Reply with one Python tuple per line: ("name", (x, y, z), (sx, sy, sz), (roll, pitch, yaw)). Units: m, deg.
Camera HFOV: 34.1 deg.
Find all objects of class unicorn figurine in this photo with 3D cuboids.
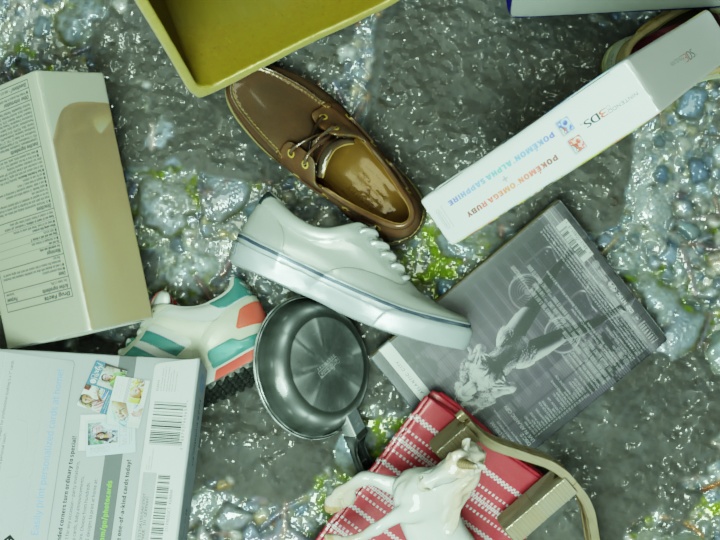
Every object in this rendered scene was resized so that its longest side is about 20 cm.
("unicorn figurine", (0.045, 0.190, 0.877), (0.137, 0.074, 0.200), (-19, 133, 10))

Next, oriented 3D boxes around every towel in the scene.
("towel", (0.051, 0.211, 0.946), (0.144, 0.022, 0.200), (37, 94, -13))

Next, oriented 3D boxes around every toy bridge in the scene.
("toy bridge", (0.139, 0.182, 0.919), (0.067, 0.027, 0.200), (-40, 104, 2))

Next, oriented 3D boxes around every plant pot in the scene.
("plant pot", (-0.099, -0.293, 0.887), (0.195, 0.194, 0.200), (-25, 66, 0))

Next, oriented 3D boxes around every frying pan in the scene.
("frying pan", (-0.027, 0.112, 0.928), (0.115, 0.031, 0.191), (-10, 86, -42))

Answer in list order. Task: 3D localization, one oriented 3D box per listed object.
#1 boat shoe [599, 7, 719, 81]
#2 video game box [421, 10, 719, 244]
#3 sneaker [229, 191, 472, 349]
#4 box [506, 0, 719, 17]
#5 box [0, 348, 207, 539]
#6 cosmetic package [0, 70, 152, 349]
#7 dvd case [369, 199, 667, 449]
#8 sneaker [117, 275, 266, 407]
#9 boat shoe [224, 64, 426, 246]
("boat shoe", (0.294, -0.190, 0.945), (0.199, 0.066, 0.074), (-25, 90, 0))
("video game box", (0.160, -0.106, 0.845), (0.182, 0.200, 0.047), (-36, 89, 37))
("sneaker", (0.000, 0.000, 0.905), (0.199, 0.073, 0.071), (23, 91, -1))
("box", (0.195, -0.307, 0.899), (0.183, 0.105, 0.201), (-3, 68, 0))
("box", (-0.222, 0.138, 0.870), (0.199, 0.041, 0.156), (3, 69, 3))
("cosmetic package", (-0.239, -0.047, 0.920), (0.105, 0.071, 0.201), (-11, 90, 35))
("dvd case", (0.129, 0.063, 0.958), (0.200, 0.016, 0.149), (-40, 97, -1))
("sneaker", (-0.164, 0.072, 0.949), (0.199, 0.070, 0.094), (-23, 72, 1))
("boat shoe", (-0.026, -0.099, 0.942), (0.200, 0.068, 0.072), (41, 89, 1))
